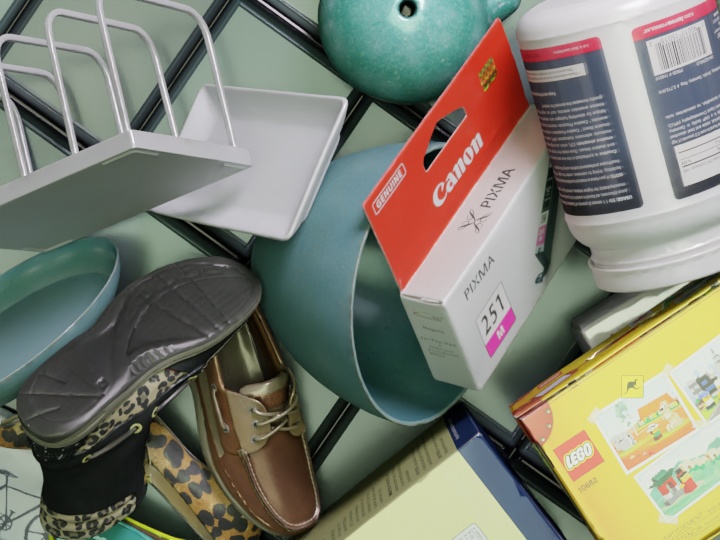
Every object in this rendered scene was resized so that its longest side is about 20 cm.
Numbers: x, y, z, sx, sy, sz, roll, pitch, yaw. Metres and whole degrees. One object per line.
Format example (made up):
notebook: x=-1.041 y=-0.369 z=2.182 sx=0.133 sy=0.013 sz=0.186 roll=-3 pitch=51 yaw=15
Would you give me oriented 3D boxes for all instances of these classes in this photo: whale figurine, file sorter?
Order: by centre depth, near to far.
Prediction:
file sorter: x=-0.205 y=-0.104 z=1.438 sx=0.199 sy=0.138 sz=0.126 roll=-20 pitch=78 yaw=29
whale figurine: x=0.044 y=-0.222 z=1.491 sx=0.158 sy=0.104 sz=0.202 roll=19 pitch=92 yaw=-1

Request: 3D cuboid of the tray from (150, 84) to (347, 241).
tray: x=-0.078 y=-0.077 z=1.463 sx=0.022 sy=0.199 sz=0.108 roll=27 pitch=82 yaw=-34

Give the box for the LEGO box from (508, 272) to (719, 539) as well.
LEGO box: x=0.227 y=0.105 z=1.437 sx=0.199 sy=0.077 sz=0.150 roll=-33 pitch=92 yaw=3

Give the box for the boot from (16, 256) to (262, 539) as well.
boot: x=-0.155 y=0.090 z=1.438 sx=0.073 sy=0.154 sz=0.203 roll=38 pitch=57 yaw=24

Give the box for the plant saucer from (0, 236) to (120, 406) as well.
plant saucer: x=-0.251 y=0.048 z=1.463 sx=0.199 sy=0.200 sz=0.028 roll=-33 pitch=112 yaw=1

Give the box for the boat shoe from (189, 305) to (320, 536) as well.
boat shoe: x=-0.080 y=0.100 z=1.491 sx=0.075 sy=0.072 sz=0.201 roll=-26 pitch=91 yaw=-32

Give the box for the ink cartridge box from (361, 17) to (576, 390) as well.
ink cartridge box: x=0.091 y=-0.048 z=1.437 sx=0.043 sy=0.174 sz=0.201 roll=13 pitch=53 yaw=34

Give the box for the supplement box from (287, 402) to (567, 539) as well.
supplement box: x=0.041 y=0.217 z=1.463 sx=0.199 sy=0.200 sz=0.135 roll=-38 pitch=92 yaw=1

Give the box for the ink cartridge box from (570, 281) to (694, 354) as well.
ink cartridge box: x=0.278 y=0.052 z=1.515 sx=0.199 sy=0.086 sz=0.147 roll=-31 pitch=93 yaw=0

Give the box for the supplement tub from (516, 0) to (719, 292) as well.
supplement tub: x=0.196 y=-0.100 z=1.416 sx=0.139 sy=0.140 sz=0.202 roll=-16 pitch=101 yaw=0

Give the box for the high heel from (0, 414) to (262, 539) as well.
high heel: x=-0.171 y=0.161 z=1.518 sx=0.198 sy=0.071 sz=0.144 roll=-6 pitch=87 yaw=-12

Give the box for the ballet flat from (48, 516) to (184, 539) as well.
ballet flat: x=-0.144 y=0.231 z=1.521 sx=0.199 sy=0.067 sz=0.067 roll=31 pitch=75 yaw=-3

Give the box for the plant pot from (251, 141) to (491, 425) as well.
plant pot: x=0.000 y=0.000 z=1.475 sx=0.134 sy=0.199 sz=0.202 roll=11 pitch=93 yaw=35

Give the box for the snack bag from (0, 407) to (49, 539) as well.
snack bag: x=-0.302 y=0.194 z=1.550 sx=0.187 sy=0.021 sz=0.201 roll=26 pitch=92 yaw=-1
